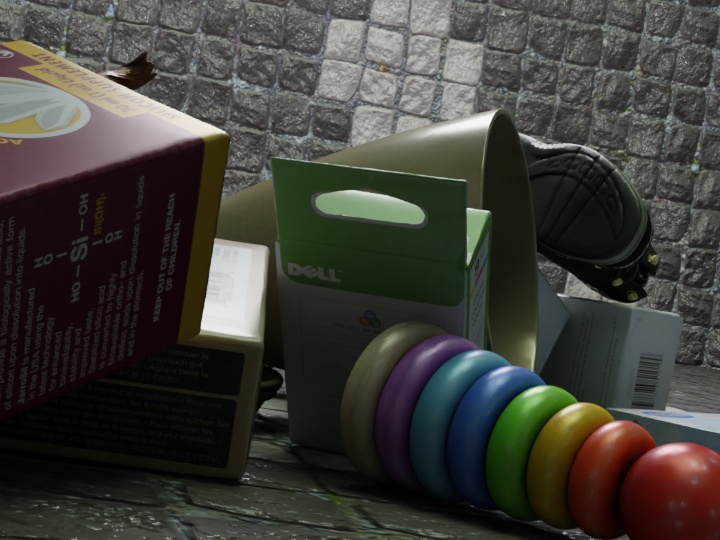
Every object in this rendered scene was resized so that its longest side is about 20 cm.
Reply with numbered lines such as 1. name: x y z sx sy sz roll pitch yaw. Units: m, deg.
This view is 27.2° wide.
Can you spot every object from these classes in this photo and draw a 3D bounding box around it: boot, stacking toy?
1. boot: 0.175 -0.026 1.074 0.154 0.074 0.203 34 0 -32
2. stacking toy: 0.087 0.083 0.687 0.200 0.086 0.085 14 4 41

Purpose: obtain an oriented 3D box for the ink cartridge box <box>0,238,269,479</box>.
1. ink cartridge box: -0.132 0.030 0.764 0.164 0.075 0.200 9 13 -6

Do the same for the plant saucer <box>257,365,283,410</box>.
1. plant saucer: -0.147 0.065 0.907 0.199 0.030 0.200 8 2 0

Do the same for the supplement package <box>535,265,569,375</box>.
1. supplement package: 0.033 0.031 1.120 0.200 0.117 0.117 9 -31 42

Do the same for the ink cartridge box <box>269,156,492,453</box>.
1. ink cartridge box: 0.013 0.013 0.800 0.104 0.200 0.059 9 40 14

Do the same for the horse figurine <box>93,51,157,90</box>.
1. horse figurine: -0.174 -0.053 1.030 0.050 0.201 0.132 -13 -8 36

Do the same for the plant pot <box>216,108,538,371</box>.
1. plant pot: 0.000 0.000 0.945 0.199 0.188 0.187 -4 -3 17

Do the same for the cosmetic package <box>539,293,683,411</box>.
1. cosmetic package: 0.142 0.071 1.177 0.200 0.113 0.081 12 2 42

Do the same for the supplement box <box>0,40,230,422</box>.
1. supplement box: -0.168 -0.013 0.589 0.131 0.103 0.200 26 30 27

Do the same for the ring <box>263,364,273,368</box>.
1. ring: -0.098 0.029 1.074 0.200 0.019 0.201 -11 32 7

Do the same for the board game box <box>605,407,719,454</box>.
1. board game box: 0.296 0.130 0.980 0.200 0.041 0.199 8 1 -43
